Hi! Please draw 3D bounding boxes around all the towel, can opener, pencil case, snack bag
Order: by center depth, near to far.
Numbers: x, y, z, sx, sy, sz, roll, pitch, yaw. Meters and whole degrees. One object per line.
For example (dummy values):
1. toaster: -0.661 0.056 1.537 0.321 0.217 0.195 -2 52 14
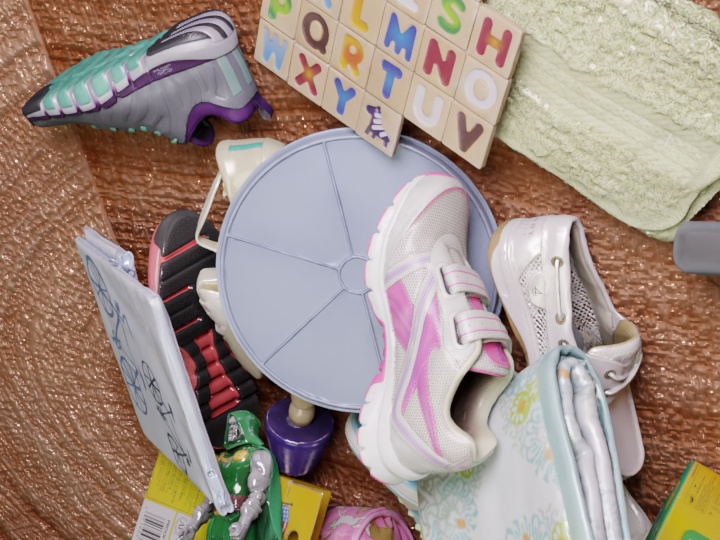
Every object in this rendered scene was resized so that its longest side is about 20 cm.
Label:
1. can opener: 0.281 -0.022 0.794 0.200 0.053 0.067 -3 84 33
2. towel: 0.137 -0.114 0.824 0.200 0.036 0.148 34 132 8
3. towel: 0.096 0.168 0.865 0.048 0.200 0.171 15 145 -28
4. snack bag: -0.157 0.071 1.056 0.200 0.021 0.189 26 135 61
5. pencil case: -0.050 0.244 1.158 0.200 0.087 0.083 -10 108 40

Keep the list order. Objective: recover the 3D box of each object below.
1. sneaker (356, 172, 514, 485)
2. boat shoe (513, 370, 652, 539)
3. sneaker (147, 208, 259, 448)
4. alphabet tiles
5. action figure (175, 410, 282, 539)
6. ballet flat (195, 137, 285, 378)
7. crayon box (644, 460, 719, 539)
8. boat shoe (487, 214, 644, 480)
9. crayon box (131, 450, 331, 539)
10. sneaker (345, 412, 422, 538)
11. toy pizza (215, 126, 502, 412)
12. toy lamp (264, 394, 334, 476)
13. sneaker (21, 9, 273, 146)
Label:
1. sneaker: 0.058 0.037 0.874 0.088 0.081 0.200 0 88 37
2. boat shoe: 0.135 0.128 0.973 0.200 0.071 0.070 44 139 8
3. sneaker: -0.143 0.045 1.094 0.087 0.074 0.200 20 125 47
4. alphabet tiles: 0.013 -0.154 0.862 0.200 0.008 0.167 38 135 26
5. action figure: -0.099 0.204 1.056 0.118 0.200 0.055 -16 150 40
6. ballet flat: -0.090 -0.008 1.019 0.069 0.069 0.200 21 122 20
7. crayon box: 0.225 0.226 0.889 0.119 0.200 0.058 31 132 12
8. boat shoe: 0.151 0.055 0.908 0.069 0.071 0.200 -11 112 40
9. crayon box: -0.101 0.219 1.122 0.200 0.127 0.051 11 171 45
10. sneaker: 0.058 0.195 1.061 0.200 0.080 0.131 35 132 9
11. toy pizza: 0.000 0.000 0.956 0.200 0.032 0.200 2 102 7
12. toy lamp: -0.041 0.076 1.060 0.058 0.058 0.200 24 128 18
13. sneaker: -0.157 -0.115 0.993 0.200 0.074 0.088 -12 118 37
